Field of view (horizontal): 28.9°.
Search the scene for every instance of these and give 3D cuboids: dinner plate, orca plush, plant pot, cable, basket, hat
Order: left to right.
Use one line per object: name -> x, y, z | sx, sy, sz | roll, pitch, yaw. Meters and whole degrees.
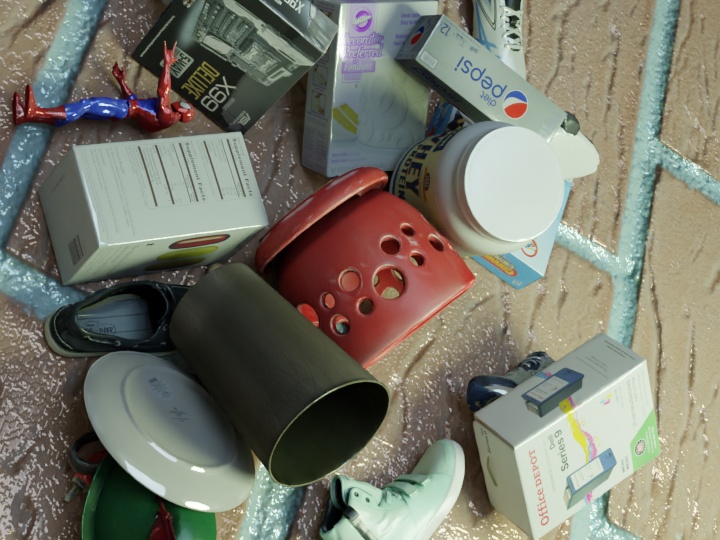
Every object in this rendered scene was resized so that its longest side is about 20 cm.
cable -> -0.229, 0.171, 1.409 | 0.097, 0.050, 0.201 | 38, 43, -8
dinner plate -> -0.179, 0.149, 1.365 | 0.199, 0.024, 0.201 | 33, 24, -17
hat -> -0.149, 0.247, 1.304 | 0.165, 0.174, 0.203 | 36, 64, -42
basket -> -0.091, 0.098, 1.409 | 0.200, 0.137, 0.180 | 44, 16, 27
plant pot -> 0.000, 0.000, 1.521 | 0.199, 0.200, 0.184 | -31, 83, -37
orca plush -> 0.204, -0.156, 1.748 | 0.197, 0.071, 0.107 | -9, 120, -25

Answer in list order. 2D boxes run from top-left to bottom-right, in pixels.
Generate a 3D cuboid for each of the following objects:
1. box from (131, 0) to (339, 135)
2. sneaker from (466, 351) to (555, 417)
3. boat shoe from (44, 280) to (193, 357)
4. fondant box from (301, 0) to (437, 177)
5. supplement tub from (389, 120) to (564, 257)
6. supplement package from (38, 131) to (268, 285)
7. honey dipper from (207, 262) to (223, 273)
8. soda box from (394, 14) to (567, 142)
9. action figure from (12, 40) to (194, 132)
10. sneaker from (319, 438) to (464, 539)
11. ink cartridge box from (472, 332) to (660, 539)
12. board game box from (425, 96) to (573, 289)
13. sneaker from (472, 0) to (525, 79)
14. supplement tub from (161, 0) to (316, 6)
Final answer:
box -> -0.140, -0.250, 1.529 | 0.157, 0.199, 0.050 | 38, 51, -15
sneaker -> 0.199, 0.141, 1.678 | 0.198, 0.077, 0.086 | 14, 57, -38
boat shoe -> -0.222, 0.044, 1.437 | 0.197, 0.066, 0.076 | -1, 70, -34
fondant box -> 0.010, -0.218, 1.636 | 0.143, 0.058, 0.203 | -9, 112, -35
supplement tub -> 0.129, -0.089, 1.575 | 0.143, 0.200, 0.148 | 1, 88, -21
supplement package -> -0.215, -0.066, 1.457 | 0.198, 0.114, 0.111 | -9, 74, -35
honey dipper -> -0.118, 0.084, 1.512 | 0.038, 0.038, 0.202 | -17, 77, -36
soda box -> 0.139, -0.212, 1.618 | 0.199, 0.068, 0.064 | 35, 85, -22
action figure -> -0.268, -0.199, 1.502 | 0.197, 0.065, 0.101 | 3, 86, -32
sneaker -> 0.034, 0.237, 1.517 | 0.118, 0.073, 0.201 | 46, 56, -17
ink cartridge box -> 0.237, 0.189, 1.599 | 0.198, 0.087, 0.147 | -28, 124, -19
board game box -> 0.166, -0.113, 1.762 | 0.199, 0.056, 0.198 | 34, 57, -17
sneaker -> 0.187, -0.331, 1.856 | 0.071, 0.072, 0.203 | 1, 72, -34
supplement tub -> -0.124, -0.353, 1.615 | 0.197, 0.144, 0.147 | 10, 66, -30
